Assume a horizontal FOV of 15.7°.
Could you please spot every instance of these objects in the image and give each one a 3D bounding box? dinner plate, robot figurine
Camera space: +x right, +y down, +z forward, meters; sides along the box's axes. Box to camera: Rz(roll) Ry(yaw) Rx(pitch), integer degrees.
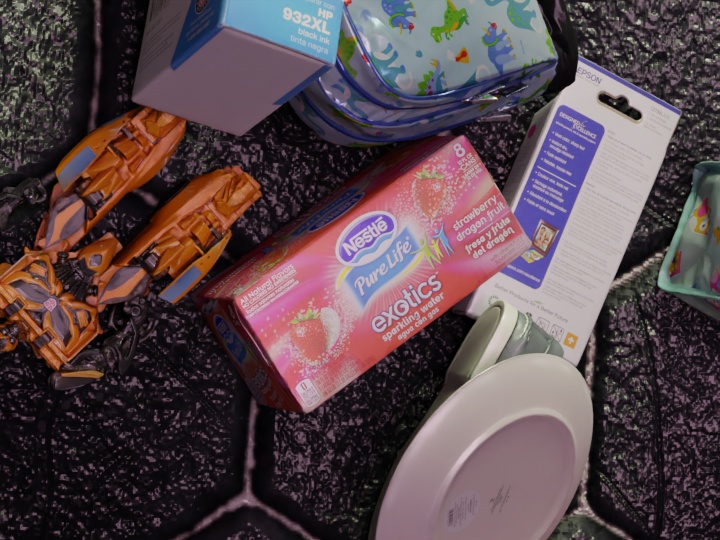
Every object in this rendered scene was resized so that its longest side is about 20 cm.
[{"bbox_3d":[0.091,0.149,1.770,0.200,0.024,0.201,-24,131,-31],"label":"dinner plate"},{"bbox_3d":[-0.167,-0.019,1.705,0.200,0.058,0.145,-46,103,-14],"label":"robot figurine"}]

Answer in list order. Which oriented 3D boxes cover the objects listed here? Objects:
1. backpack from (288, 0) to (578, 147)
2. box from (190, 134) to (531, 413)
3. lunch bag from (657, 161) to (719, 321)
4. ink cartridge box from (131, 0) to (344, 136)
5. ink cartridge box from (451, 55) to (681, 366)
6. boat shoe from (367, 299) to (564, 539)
[{"bbox_3d":[0.038,-0.164,1.738,0.199,0.154,0.164,-21,93,-12],"label":"backpack"},{"bbox_3d":[0.000,0.000,1.748,0.200,0.100,0.096,-36,103,-16],"label":"box"},{"bbox_3d":[0.329,-0.004,1.821,0.170,0.200,0.122,20,84,-19],"label":"lunch bag"},{"bbox_3d":[-0.069,-0.208,1.665,0.083,0.145,0.201,17,67,-22],"label":"ink cartridge box"},{"bbox_3d":[0.146,-0.041,1.838,0.094,0.037,0.201,26,84,-19],"label":"ink cartridge box"},{"bbox_3d":[0.072,0.121,1.783,0.062,0.073,0.201,29,90,-16],"label":"boat shoe"}]
